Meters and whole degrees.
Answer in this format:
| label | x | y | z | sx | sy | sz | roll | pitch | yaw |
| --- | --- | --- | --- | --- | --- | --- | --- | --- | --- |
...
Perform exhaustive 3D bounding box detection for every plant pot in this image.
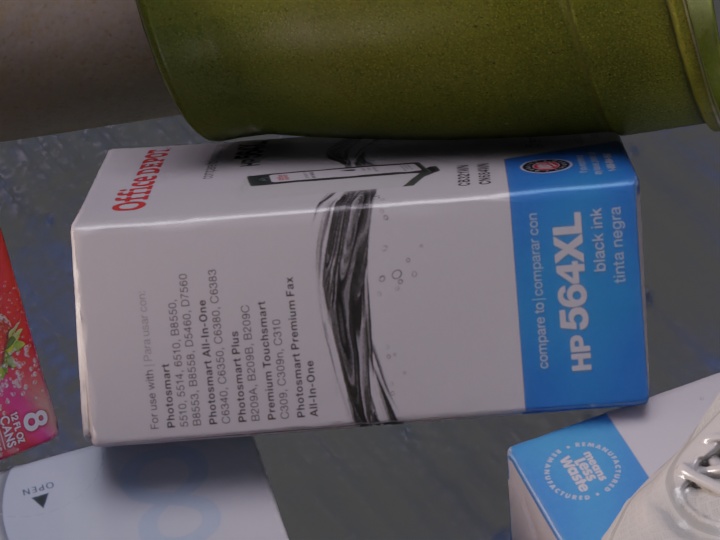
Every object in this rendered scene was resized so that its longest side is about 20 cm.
| label | x | y | z | sx | sy | sz | roll | pitch | yaw |
| --- | --- | --- | --- | --- | --- | --- | --- | --- | --- |
| plant pot | 0.019 | -0.128 | 1.016 | 0.192 | 0.201 | 0.201 | -12 | 43 | 11 |
| plant pot | -0.123 | -0.136 | 1.157 | 0.182 | 0.201 | 0.201 | -2 | 43 | -11 |

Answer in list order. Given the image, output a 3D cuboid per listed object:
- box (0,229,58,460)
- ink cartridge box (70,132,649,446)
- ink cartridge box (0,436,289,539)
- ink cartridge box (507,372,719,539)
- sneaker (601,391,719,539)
| label | x | y | z | sx | sy | sz | roll | pitch | yaw |
| --- | --- | --- | --- | --- | --- | --- | --- | --- | --- |
| box | -0.188 | -0.024 | 1.008 | 0.095 | 0.201 | 0.100 | -20 | 17 | -17 |
| ink cartridge box | 0.000 | 0.000 | 1.023 | 0.198 | 0.085 | 0.146 | -4 | 13 | 1 |
| ink cartridge box | -0.091 | 0.146 | 0.951 | 0.159 | 0.047 | 0.201 | -14 | 43 | -8 |
| ink cartridge box | 0.164 | 0.088 | 0.968 | 0.199 | 0.068 | 0.116 | -19 | 46 | -13 |
| sneaker | 0.136 | 0.053 | 0.901 | 0.075 | 0.081 | 0.200 | 28 | 56 | 27 |
